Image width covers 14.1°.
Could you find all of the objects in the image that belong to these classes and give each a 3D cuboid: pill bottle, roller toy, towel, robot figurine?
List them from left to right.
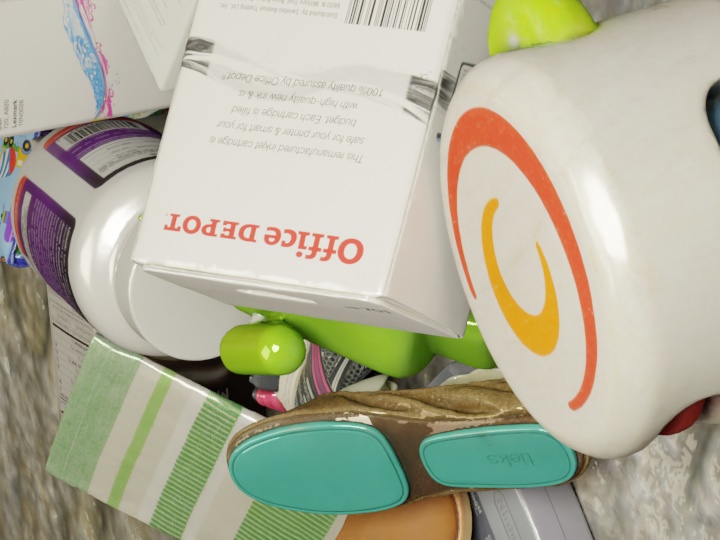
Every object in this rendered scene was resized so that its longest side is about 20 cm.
[{"bbox_3d":[-0.120,-0.016,1.626,0.200,0.111,0.112,-145,48,-64],"label":"pill bottle"},{"bbox_3d":[-0.082,0.120,1.706,0.200,0.023,0.153,26,142,-1],"label":"towel"},{"bbox_3d":[-0.010,-0.020,1.474,0.200,0.176,0.116,25,170,13],"label":"robot figurine"},{"bbox_3d":[0.131,-0.019,1.254,0.183,0.139,0.200,-128,27,-47],"label":"roller toy"}]

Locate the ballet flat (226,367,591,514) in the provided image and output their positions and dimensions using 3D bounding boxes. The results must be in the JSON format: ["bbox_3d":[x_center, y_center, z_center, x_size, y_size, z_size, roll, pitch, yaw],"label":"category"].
[{"bbox_3d":[0.030,0.080,1.486,0.200,0.072,0.068,-9,121,26],"label":"ballet flat"}]

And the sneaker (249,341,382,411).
[{"bbox_3d":[0.000,0.000,1.595,0.075,0.081,0.200,25,126,19],"label":"sneaker"}]

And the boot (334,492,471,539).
[{"bbox_3d":[-0.014,0.168,1.517,0.077,0.155,0.200,-47,60,59],"label":"boot"}]

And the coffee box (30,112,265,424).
[{"bbox_3d":[-0.129,0.012,1.791,0.080,0.113,0.201,25,124,58],"label":"coffee box"}]

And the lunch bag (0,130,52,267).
[{"bbox_3d":[-0.216,-0.112,1.946,0.150,0.094,0.201,20,110,62],"label":"lunch bag"}]

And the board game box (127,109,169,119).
[{"bbox_3d":[-0.140,-0.197,1.813,0.135,0.029,0.201,-22,82,62],"label":"board game box"}]

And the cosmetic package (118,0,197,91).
[{"bbox_3d":[-0.051,-0.191,1.558,0.081,0.113,0.200,63,148,25],"label":"cosmetic package"}]

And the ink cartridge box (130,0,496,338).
[{"bbox_3d":[-0.007,-0.080,1.361,0.146,0.086,0.201,8,81,32],"label":"ink cartridge box"}]

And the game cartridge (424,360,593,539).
[{"bbox_3d":[0.078,0.153,1.542,0.133,0.041,0.200,-45,61,54],"label":"game cartridge"}]

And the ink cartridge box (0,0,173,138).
[{"bbox_3d":[-0.191,-0.144,1.686,0.145,0.200,0.084,28,122,46],"label":"ink cartridge box"}]
